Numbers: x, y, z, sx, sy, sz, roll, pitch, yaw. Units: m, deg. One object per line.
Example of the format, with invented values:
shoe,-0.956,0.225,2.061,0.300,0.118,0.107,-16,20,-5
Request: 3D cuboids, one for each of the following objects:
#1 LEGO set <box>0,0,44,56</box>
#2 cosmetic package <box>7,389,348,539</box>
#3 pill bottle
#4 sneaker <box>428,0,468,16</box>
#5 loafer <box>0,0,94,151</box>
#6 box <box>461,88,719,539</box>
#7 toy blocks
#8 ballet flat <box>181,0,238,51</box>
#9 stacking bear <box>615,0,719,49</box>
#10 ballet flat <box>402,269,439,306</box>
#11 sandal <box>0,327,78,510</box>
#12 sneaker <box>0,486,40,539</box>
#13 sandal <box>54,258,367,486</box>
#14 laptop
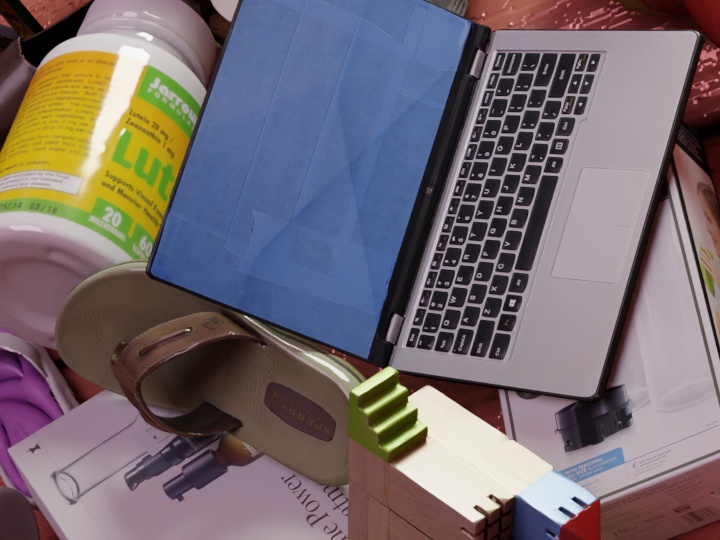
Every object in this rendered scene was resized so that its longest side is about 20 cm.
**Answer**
LEGO set,-0.293,-0.126,1.285,0.115,0.154,0.201,21,77,42
cosmetic package,-0.072,0.124,1.006,0.150,0.052,0.200,-33,46,-13
pill bottle,-0.146,-0.063,1.115,0.110,0.111,0.201,-12,46,33
sneaker,0.019,-0.111,1.097,0.087,0.074,0.201,-30,45,37
loafer,-0.215,-0.111,1.210,0.073,0.071,0.200,41,66,21
box,0.123,0.027,0.939,0.116,0.060,0.201,-24,54,26
toy blocks,0.058,0.151,0.857,0.100,0.201,0.136,-29,46,-35
ballet flat,-0.084,-0.170,1.199,0.071,0.071,0.200,-51,47,4
stacking bear,0.160,-0.181,0.991,0.114,0.121,0.200,-48,55,5
ballet flat,0.000,0.000,1.060,0.200,0.067,0.063,35,118,47
sandal,-0.225,0.070,1.183,0.202,0.050,0.083,32,89,42
sneaker,-0.247,0.222,1.107,0.111,0.073,0.202,-5,73,37
sandal,-0.079,0.051,0.978,0.200,0.057,0.080,20,115,31
laptop,0.031,-0.054,0.932,0.199,0.116,0.189,6,72,40
